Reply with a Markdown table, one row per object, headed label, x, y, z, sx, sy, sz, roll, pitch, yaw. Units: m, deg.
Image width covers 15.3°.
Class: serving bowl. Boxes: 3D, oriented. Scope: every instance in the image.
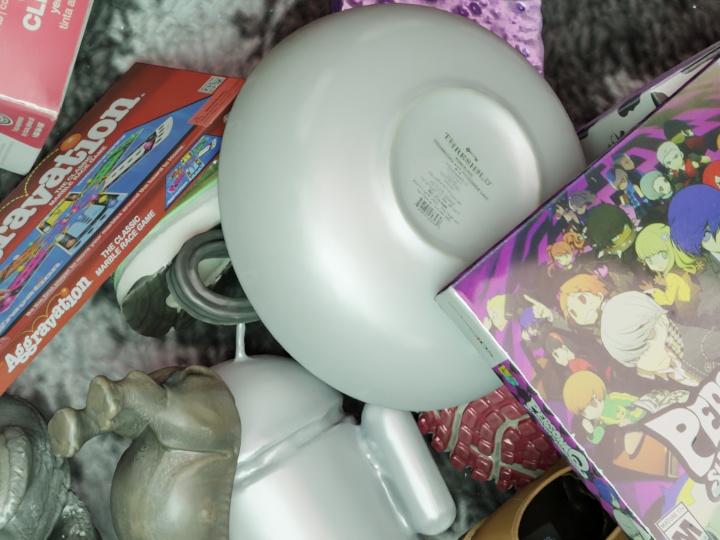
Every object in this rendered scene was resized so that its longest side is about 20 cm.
| label | x | y | z | sx | sy | sz | roll | pitch | yaw |
| --- | --- | --- | --- | --- | --- | --- | --- | --- | --- |
| serving bowl | 0.034 | -0.037 | 1.278 | 0.199 | 0.066 | 0.202 | 7 | 75 | -27 |

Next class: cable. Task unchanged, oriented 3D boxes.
| label | x | y | z | sx | sy | sz | roll | pitch | yaw |
| --- | --- | --- | --- | --- | --- | --- | --- | --- | --- |
| cable | 0.000 | 0.000 | 1.327 | 0.199 | 0.050 | 0.098 | -22 | 86 | -23 |

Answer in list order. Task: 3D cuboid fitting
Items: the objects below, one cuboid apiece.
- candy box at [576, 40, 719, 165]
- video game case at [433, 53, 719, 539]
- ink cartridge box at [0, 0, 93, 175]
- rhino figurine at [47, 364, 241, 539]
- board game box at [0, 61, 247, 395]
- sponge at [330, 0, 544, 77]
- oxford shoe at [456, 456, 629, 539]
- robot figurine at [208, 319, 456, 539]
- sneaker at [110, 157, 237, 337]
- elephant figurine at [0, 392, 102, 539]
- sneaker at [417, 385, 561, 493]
| label | x | y | z | sx | sy | sz | roll | pitch | yaw |
| --- | --- | --- | --- | --- | --- | --- | --- | --- | --- |
| candy box | 0.195 | -0.007 | 1.353 | 0.071 | 0.168 | 0.201 | -31 | 90 | -16 |
| video game case | 0.165 | 0.018 | 1.238 | 0.200 | 0.036 | 0.182 | -39 | 90 | -14 |
| ink cartridge box | -0.235 | -0.125 | 1.280 | 0.199 | 0.145 | 0.084 | 17 | 79 | -10 |
| rhino figurine | -0.094 | 0.135 | 1.231 | 0.087 | 0.060 | 0.202 | -10 | 110 | -39 |
| board game box | -0.141 | -0.024 | 1.302 | 0.200 | 0.103 | 0.019 | -49 | 123 | -21 |
| sponge | 0.040 | -0.131 | 1.405 | 0.111 | 0.030 | 0.202 | 0 | 84 | -12 |
| oxford shoe | 0.129 | 0.101 | 1.285 | 0.200 | 0.071 | 0.071 | -36 | 82 | -36 |
| robot figurine | -0.036 | 0.126 | 1.312 | 0.169 | 0.113 | 0.201 | -29 | 91 | 14 |
| sneaker | -0.067 | -0.065 | 1.345 | 0.200 | 0.077 | 0.089 | -44 | 65 | -8 |
| elephant figurine | -0.185 | 0.119 | 1.263 | 0.155 | 0.142 | 0.200 | 42 | 80 | 1 |
| sneaker | 0.108 | 0.080 | 1.378 | 0.199 | 0.081 | 0.075 | 34 | 49 | -7 |
